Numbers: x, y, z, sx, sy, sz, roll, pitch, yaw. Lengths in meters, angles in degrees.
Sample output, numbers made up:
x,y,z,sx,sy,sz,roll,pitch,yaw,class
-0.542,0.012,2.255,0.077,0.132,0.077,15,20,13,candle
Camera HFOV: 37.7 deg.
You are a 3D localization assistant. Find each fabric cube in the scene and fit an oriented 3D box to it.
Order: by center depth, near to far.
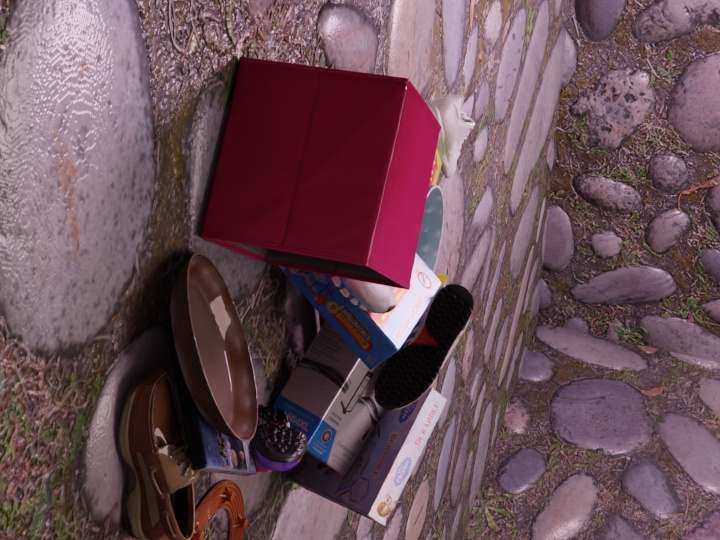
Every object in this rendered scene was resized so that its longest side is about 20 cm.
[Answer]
x,y,z,sx,sy,sz,roll,pitch,yaw,class
-0.037,-0.103,1.178,0.196,0.199,0.201,24,76,-72,fabric cube

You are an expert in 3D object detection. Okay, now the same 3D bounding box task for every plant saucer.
x,y,z,sx,sy,sz,roll,pitch,yaw,class
-0.153,0.081,1.091,0.200,0.032,0.201,-15,90,-84,plant saucer

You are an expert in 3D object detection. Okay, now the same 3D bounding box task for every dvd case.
x,y,z,sx,sy,sz,roll,pitch,yaw,class
-0.157,0.147,1.135,0.200,0.017,0.144,53,22,-74,dvd case

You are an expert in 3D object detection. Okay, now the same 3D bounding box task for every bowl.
x,y,z,sx,sy,sz,roll,pitch,yaw,class
0.058,-0.046,1.689,0.201,0.104,0.202,13,90,-73,bowl

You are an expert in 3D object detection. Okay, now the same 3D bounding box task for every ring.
x,y,z,sx,sy,sz,roll,pitch,yaw,class
-0.186,0.364,1.325,0.200,0.019,0.202,12,90,-74,ring

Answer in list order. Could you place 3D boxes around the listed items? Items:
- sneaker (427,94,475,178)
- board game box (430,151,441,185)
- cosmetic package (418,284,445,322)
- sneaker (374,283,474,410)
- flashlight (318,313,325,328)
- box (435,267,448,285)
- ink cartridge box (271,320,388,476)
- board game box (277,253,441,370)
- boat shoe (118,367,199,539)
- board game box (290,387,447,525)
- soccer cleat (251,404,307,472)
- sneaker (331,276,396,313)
x,y,z,sx,sy,sz,roll,pitch,yaw,class
0.168,-0.243,1.914,0.075,0.088,0.200,60,-5,29,sneaker
0.092,-0.184,1.804,0.200,0.047,0.102,57,47,-67,board game box
0.061,0.123,1.712,0.200,0.052,0.151,-38,-175,33,cosmetic package
0.095,0.112,1.473,0.200,0.070,0.093,-56,167,-1,sneaker
-0.037,0.087,1.540,0.201,0.067,0.068,88,25,-43,flashlight
0.140,0.095,2.164,0.118,0.048,0.200,84,27,-46,box
-0.025,0.166,1.478,0.201,0.084,0.146,-58,147,-10,ink cartridge box
0.000,0.000,1.401,0.056,0.196,0.200,-37,-173,32,board game box
-0.196,0.193,1.075,0.076,0.073,0.201,-51,149,-57,boat shoe
0.010,0.249,1.543,0.041,0.199,0.201,38,74,-33,board game box
-0.110,0.219,1.283,0.200,0.068,0.074,-153,-104,-75,soccer cleat
-0.006,-0.042,1.303,0.087,0.201,0.075,-36,172,31,sneaker
